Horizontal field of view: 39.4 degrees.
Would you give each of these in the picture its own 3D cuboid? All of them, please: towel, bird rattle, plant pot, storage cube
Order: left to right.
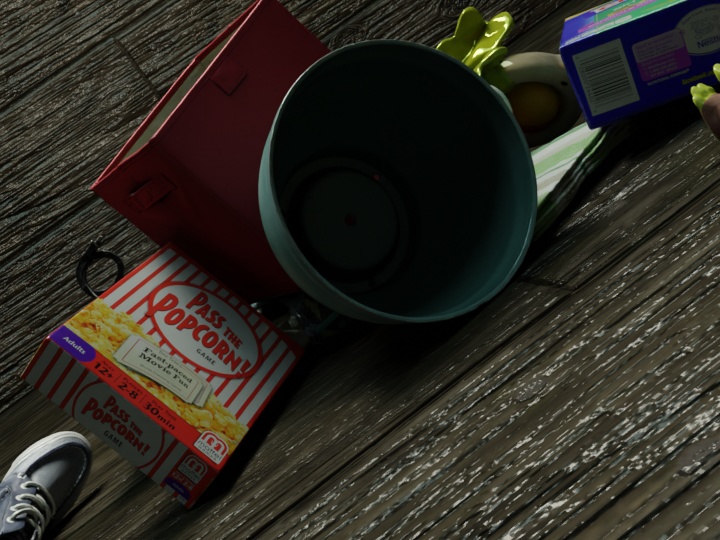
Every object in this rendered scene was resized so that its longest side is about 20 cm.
[{"bbox_3d":[-0.092,-0.096,0.877,0.171,0.180,0.200,-17,36,58],"label":"storage cube"},{"bbox_3d":[0.010,-0.050,0.744,0.200,0.200,0.134,-39,4,-24],"label":"plant pot"},{"bbox_3d":[0.151,-0.164,1.048,0.163,0.200,0.113,-3,48,3],"label":"bird rattle"},{"bbox_3d":[0.140,-0.060,0.850,0.149,0.031,0.200,-29,13,50],"label":"towel"}]

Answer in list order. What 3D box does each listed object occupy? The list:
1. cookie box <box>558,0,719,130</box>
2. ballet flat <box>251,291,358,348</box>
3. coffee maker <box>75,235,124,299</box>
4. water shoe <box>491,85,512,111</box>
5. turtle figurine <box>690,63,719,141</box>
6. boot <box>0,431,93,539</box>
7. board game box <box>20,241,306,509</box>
[{"bbox_3d":[0.260,-0.198,0.845,0.171,0.075,0.200,-18,14,18],"label":"cookie box"},{"bbox_3d":[-0.071,0.049,0.930,0.074,0.074,0.200,-40,8,-26],"label":"ballet flat"},{"bbox_3d":[-0.214,0.070,0.952,0.200,0.192,0.135,-96,32,-83],"label":"coffee maker"},{"bbox_3d":[0.082,-0.088,0.912,0.200,0.071,0.079,-61,-11,-10],"label":"water shoe"},{"bbox_3d":[0.288,-0.145,0.605,0.161,0.064,0.200,-37,13,47],"label":"turtle figurine"},{"bbox_3d":[-0.299,0.223,0.897,0.090,0.073,0.200,-14,30,48],"label":"boot"},{"bbox_3d":[-0.141,0.071,0.779,0.046,0.151,0.200,-51,2,25],"label":"board game box"}]
